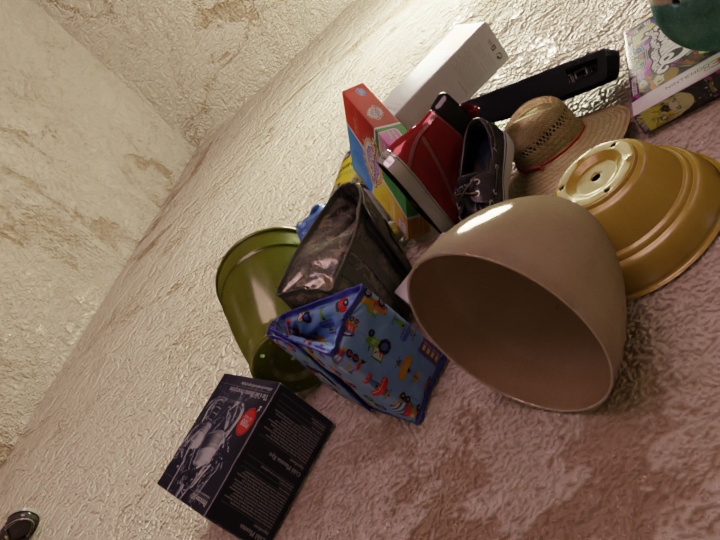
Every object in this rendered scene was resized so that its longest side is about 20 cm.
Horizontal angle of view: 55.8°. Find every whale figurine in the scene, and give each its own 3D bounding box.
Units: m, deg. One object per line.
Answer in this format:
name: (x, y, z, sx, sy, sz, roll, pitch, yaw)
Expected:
whale figurine: (0.400, -0.301, 0.715, 0.197, 0.106, 0.158, -29, 21, -20)

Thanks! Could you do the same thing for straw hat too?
straw hat: (0.228, -0.168, 0.852, 0.201, 0.085, 0.202, -43, 17, 16)

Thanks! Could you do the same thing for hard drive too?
hard drive: (0.247, -0.246, 0.922, 0.197, 0.043, 0.134, -15, 7, 32)

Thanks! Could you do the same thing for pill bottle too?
pill bottle: (0.012, -0.159, 1.216, 0.110, 0.111, 0.202, -29, 30, 37)

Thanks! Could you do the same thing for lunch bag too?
lunch bag: (-0.020, 0.104, 0.835, 0.198, 0.150, 0.095, -10, 46, 55)
lunch bag: (0.000, 0.000, 0.922, 0.116, 0.165, 0.203, -6, 47, 35)

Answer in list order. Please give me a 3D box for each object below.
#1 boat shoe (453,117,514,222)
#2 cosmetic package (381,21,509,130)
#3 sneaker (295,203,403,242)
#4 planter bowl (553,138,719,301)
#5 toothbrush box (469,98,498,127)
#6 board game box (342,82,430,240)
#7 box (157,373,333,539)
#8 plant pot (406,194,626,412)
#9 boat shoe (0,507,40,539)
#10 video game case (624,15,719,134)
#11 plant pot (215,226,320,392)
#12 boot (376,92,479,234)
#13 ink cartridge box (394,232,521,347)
boat shoe: (0.138, -0.094, 0.787, 0.069, 0.066, 0.204, -19, 48, 47)
cosmetic package: (0.122, -0.288, 1.056, 0.200, 0.071, 0.101, -46, 25, -3)
sneaker: (-0.017, -0.067, 1.043, 0.198, 0.106, 0.076, -20, -15, -43)
planter bowl: (0.259, -0.071, 0.695, 0.199, 0.083, 0.202, -39, 26, 23)
toothbrush box: (0.132, -0.211, 1.114, 0.145, 0.086, 0.201, -44, 26, 7)
board game box: (0.039, -0.168, 1.039, 0.040, 0.155, 0.201, -23, 49, -13)
box: (-0.161, 0.251, 0.927, 0.198, 0.104, 0.184, -8, 48, 57)
plant pot: (0.158, 0.011, 0.624, 0.199, 0.201, 0.135, -9, 38, 55)
boat shoe: (-0.790, 0.607, 1.546, 0.201, 0.071, 0.061, -44, 27, 29)
video game case: (0.402, -0.269, 0.793, 0.179, 0.036, 0.202, -27, 32, 38)
plant pot: (-0.114, 0.073, 1.032, 0.200, 0.199, 0.194, -42, 37, 15)
boot: (0.123, -0.132, 0.891, 0.145, 0.200, 0.072, -47, 46, -1)
ink cartridge box: (0.125, 0.031, 0.805, 0.104, 0.059, 0.200, -49, 24, -1)
